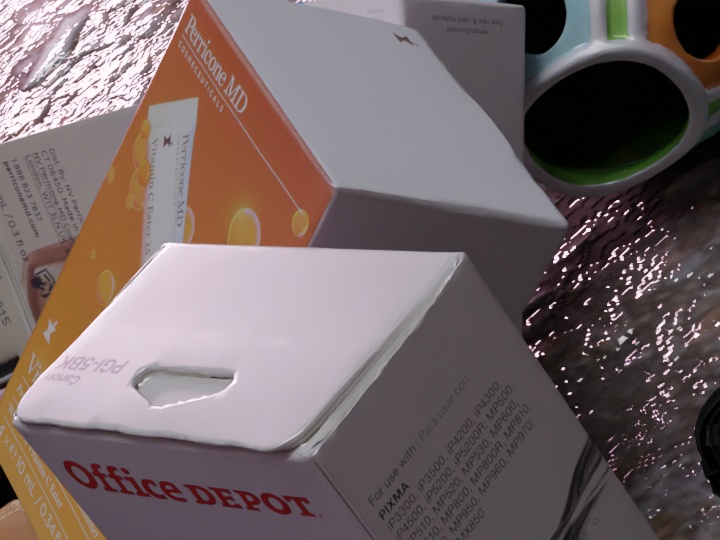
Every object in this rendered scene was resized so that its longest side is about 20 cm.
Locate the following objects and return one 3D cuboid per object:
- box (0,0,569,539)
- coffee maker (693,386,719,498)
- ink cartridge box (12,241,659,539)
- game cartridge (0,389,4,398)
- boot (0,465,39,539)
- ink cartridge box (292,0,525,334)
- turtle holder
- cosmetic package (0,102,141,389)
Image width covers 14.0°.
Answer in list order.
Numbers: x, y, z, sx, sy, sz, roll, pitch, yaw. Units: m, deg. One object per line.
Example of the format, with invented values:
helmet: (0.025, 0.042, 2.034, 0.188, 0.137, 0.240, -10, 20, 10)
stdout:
box: (-0.034, 0.023, 1.008, 0.200, 0.097, 0.124, -63, 39, 25)
coffee maker: (0.173, -0.052, 0.885, 0.192, 0.135, 0.200, -14, 41, 3)
ink cartridge box: (0.012, 0.089, 0.875, 0.147, 0.200, 0.083, 3, 46, 49)
game cartridge: (-0.144, 0.048, 1.220, 0.133, 0.040, 0.200, -7, 24, -14)
boot: (-0.188, 0.118, 1.101, 0.200, 0.074, 0.155, 36, 94, 27)
ink cartridge box: (0.000, 0.000, 1.106, 0.068, 0.200, 0.116, 1, 0, -41)
turtle holder: (0.076, -0.096, 1.156, 0.185, 0.141, 0.132, -11, 44, 13)
cosmetic package: (-0.097, -0.016, 1.176, 0.200, 0.087, 0.103, -21, -2, -44)
